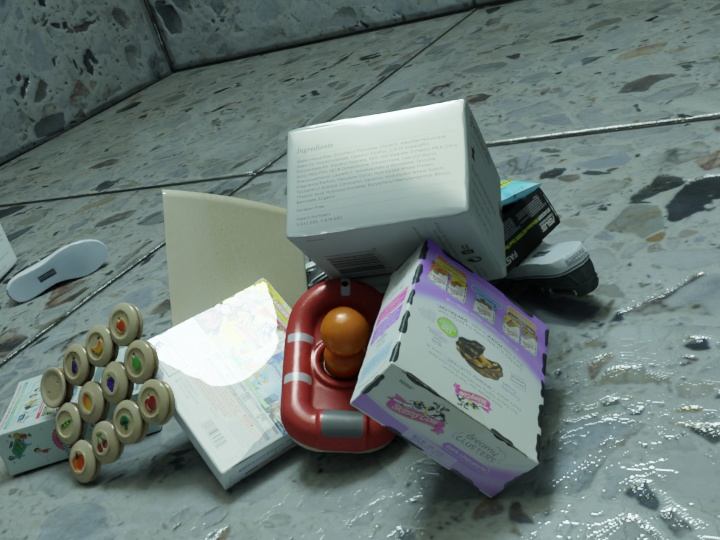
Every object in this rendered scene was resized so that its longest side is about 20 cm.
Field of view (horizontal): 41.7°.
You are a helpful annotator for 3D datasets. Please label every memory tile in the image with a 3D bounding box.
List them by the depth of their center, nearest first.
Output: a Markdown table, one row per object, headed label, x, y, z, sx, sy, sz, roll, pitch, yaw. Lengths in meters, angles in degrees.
| label | x | y | z | sx | sy | sz | roll | pitch | yaw |
| --- | --- | --- | --- | --- | --- | --- | --- | --- | --- |
| memory tile | -0.297 | 0.142 | 1.093 | 0.200 | 0.154 | 0.017 | -39 | -24 | 30 |

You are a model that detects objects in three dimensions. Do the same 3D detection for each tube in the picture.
| label | x | y | z | sx | sy | sz | roll | pitch | yaw |
| --- | --- | --- | --- | --- | --- | --- | --- | --- | --- |
| tube | 0.166 | -0.096 | 1.230 | 0.077 | 0.051 | 0.200 | -30 | 10 | -7 |

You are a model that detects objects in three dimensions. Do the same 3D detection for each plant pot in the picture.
| label | x | y | z | sx | sy | sz | roll | pitch | yaw |
| --- | --- | --- | --- | --- | --- | --- | --- | --- | --- |
| plant pot | -0.166 | 0.008 | 1.261 | 0.176 | 0.201 | 0.200 | -4 | -10 | -11 |

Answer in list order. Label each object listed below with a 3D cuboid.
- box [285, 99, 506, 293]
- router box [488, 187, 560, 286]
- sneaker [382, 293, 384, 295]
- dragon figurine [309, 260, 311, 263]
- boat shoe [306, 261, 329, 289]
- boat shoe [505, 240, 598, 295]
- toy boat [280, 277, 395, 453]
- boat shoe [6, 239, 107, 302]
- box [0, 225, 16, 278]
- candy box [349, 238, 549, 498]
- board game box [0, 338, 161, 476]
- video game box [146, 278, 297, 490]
| label | x | y | z | sx | sy | sz | roll | pitch | yaw |
| --- | --- | --- | --- | --- | --- | --- | --- | --- | --- |
| box | 0.045 | -0.071 | 1.041 | 0.199 | 0.199 | 0.131 | -8 | 68 | 17 |
| router box | 0.148 | -0.021 | 1.228 | 0.150 | 0.062 | 0.200 | -26 | 9 | 48 |
| sneaker | 0.000 | 0.000 | 1.210 | 0.074 | 0.201 | 0.082 | 5 | 1 | -12 |
| dragon figurine | -0.049 | -0.046 | 1.430 | 0.059 | 0.100 | 0.200 | 4 | 15 | 16 |
| boat shoe | 0.007 | -0.003 | 1.347 | 0.199 | 0.074 | 0.060 | -17 | 29 | -6 |
| boat shoe | 0.231 | 0.003 | 1.179 | 0.069 | 0.057 | 0.200 | -35 | 7 | -10 |
| toy boat | -0.018 | 0.087 | 1.005 | 0.130 | 0.131 | 0.200 | 2 | 50 | -3 |
| boat shoe | -0.584 | -0.005 | 1.813 | 0.200 | 0.070 | 0.066 | -32 | 27 | -13 |
| box | -0.844 | -0.015 | 1.918 | 0.198 | 0.131 | 0.200 | -14 | 23 | 10 |
| candy box | 0.094 | 0.089 | 0.915 | 0.072 | 0.168 | 0.200 | -46 | 13 | 35 |
| board game box | -0.357 | 0.174 | 1.232 | 0.199 | 0.064 | 0.148 | -17 | 22 | 1 |
| video game box | -0.131 | 0.122 | 1.082 | 0.182 | 0.047 | 0.200 | -30 | 58 | -22 |
